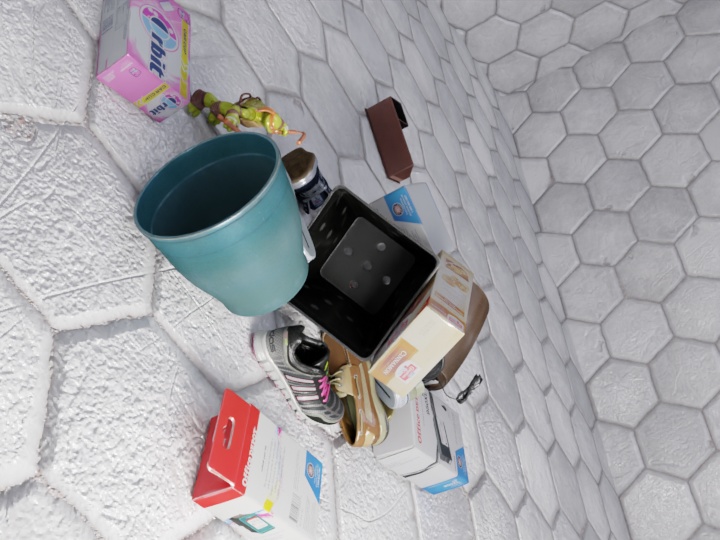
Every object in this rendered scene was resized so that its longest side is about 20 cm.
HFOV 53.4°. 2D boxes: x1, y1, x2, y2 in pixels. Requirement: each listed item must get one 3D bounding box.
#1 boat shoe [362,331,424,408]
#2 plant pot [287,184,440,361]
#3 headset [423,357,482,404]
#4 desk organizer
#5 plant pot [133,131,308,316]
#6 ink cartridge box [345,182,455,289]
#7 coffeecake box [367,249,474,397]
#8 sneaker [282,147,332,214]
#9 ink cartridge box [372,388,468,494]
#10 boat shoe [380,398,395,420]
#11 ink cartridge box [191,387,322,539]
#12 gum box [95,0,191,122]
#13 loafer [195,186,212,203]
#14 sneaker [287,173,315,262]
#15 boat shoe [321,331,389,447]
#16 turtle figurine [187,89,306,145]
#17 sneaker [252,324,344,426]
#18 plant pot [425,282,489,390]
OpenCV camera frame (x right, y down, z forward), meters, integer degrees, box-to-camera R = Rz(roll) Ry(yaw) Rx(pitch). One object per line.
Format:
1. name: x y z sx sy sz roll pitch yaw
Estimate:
1. boat shoe: 0.033 0.156 1.205 0.062 0.072 0.200 -12 40 -28
2. plant pot: 0.000 0.000 1.177 0.199 0.200 0.177 37 7 5
3. headset: 0.123 0.159 1.299 0.200 0.094 0.124 45 -12 8
4. desk organizer: 0.086 -0.331 1.813 0.072 0.077 0.201 10 60 -61
5. plant pot: -0.163 -0.046 0.946 0.201 0.199 0.188 -86 159 -45
6. ink cartridge box: 0.048 -0.056 1.349 0.148 0.199 0.145 65 22 -1
7. coffeecake box: 0.100 0.080 1.136 0.073 0.154 0.200 36 28 -6
8. sneaker: -0.089 -0.147 1.254 0.109 0.070 0.200 60 1 -21
9. ink cartridge box: 0.107 0.299 1.296 0.200 0.084 0.145 41 33 -42
10. boat shoe: 0.030 0.185 1.261 0.063 0.073 0.201 57 13 -48
11. ink cartridge box: -0.132 0.248 0.877 0.200 0.067 0.117 49 29 -33
12. gum box: -0.308 -0.330 1.031 0.113 0.066 0.201 34 40 -48
13. loafer: -0.209 -0.161 1.080 0.076 0.067 0.200 55 27 -23
14. sneaker: -0.135 -0.095 1.079 0.201 0.071 0.073 70 16 12
15. boat shoe: -0.019 0.188 1.154 0.074 0.076 0.201 -7 67 -44
16. turtle figurine: -0.183 -0.241 1.097 0.200 0.161 0.065 -14 119 -60
17. sneaker: -0.072 0.154 1.058 0.200 0.087 0.074 54 27 -25
18. plant pot: 0.151 0.135 1.450 0.187 0.186 0.201 50 44 -31
